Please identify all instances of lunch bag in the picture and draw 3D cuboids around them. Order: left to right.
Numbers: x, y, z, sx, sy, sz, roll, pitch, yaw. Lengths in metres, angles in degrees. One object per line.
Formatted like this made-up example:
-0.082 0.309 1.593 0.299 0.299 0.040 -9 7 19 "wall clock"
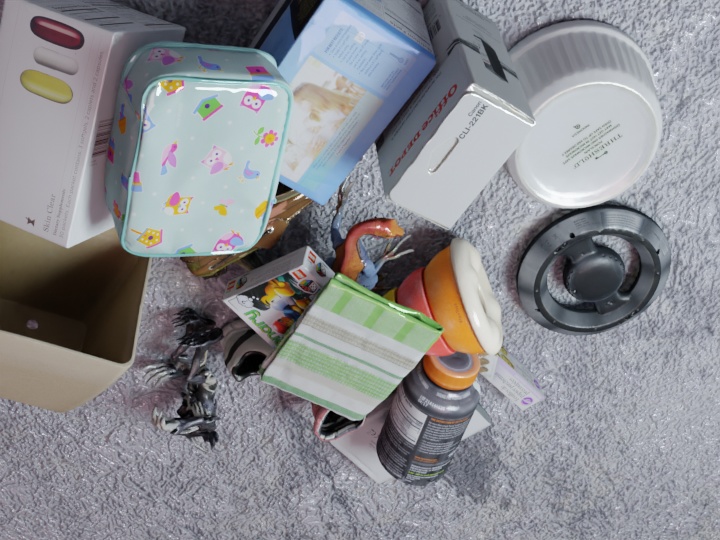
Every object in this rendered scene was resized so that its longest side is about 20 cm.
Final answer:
-0.146 -0.106 0.905 0.158 0.077 0.202 -6 133 -30 "lunch bag"

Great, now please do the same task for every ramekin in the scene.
0.235 -0.160 1.079 0.199 0.095 0.205 -3 129 -4 "ramekin"

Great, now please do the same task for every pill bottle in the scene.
0.094 0.181 1.297 0.105 0.107 0.202 8 129 -13 "pill bottle"

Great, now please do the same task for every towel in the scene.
-0.014 0.090 1.129 0.148 0.031 0.200 25 133 -16 "towel"

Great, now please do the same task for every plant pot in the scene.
-0.367 0.049 1.129 0.198 0.202 0.177 19 136 -21 "plant pot"

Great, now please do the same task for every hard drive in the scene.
0.070 0.226 1.419 0.199 0.026 0.132 -32 126 18 "hard drive"

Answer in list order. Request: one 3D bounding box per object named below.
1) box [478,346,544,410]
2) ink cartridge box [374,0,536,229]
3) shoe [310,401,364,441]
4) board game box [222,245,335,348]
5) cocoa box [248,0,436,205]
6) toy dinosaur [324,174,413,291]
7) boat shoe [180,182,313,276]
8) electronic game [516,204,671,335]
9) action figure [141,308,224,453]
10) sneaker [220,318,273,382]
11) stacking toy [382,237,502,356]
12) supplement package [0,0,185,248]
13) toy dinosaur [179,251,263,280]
0.176 0.119 1.336 0.038 0.042 0.200 -35 124 22 "box"
0.083 -0.163 0.989 0.083 0.201 0.145 24 124 -23 "ink cartridge box"
0.009 0.142 1.301 0.071 0.092 0.200 34 118 -29 "shoe"
-0.049 0.065 1.152 0.125 0.035 0.200 -22 126 33 "board game box"
-0.038 -0.197 0.993 0.132 0.132 0.200 26 122 -25 "cocoa box"
0.000 0.000 1.139 0.104 0.182 0.203 17 83 4 "toy dinosaur"
-0.116 -0.063 1.117 0.198 0.072 0.069 -26 126 -5 "boat shoe"
0.295 0.003 1.252 0.197 0.042 0.202 -2 128 -3 "electronic game"
-0.229 0.153 1.274 0.101 0.119 0.203 -6 123 -26 "action figure"
-0.081 0.099 1.266 0.197 0.080 0.074 -12 128 1 "sneaker"
0.065 0.057 1.211 0.197 0.147 0.147 -19 129 15 "stacking toy"
-0.267 -0.148 0.940 0.109 0.156 0.203 20 108 9 "supplement package"
-0.163 -0.026 1.178 0.087 0.048 0.201 -27 131 7 "toy dinosaur"
